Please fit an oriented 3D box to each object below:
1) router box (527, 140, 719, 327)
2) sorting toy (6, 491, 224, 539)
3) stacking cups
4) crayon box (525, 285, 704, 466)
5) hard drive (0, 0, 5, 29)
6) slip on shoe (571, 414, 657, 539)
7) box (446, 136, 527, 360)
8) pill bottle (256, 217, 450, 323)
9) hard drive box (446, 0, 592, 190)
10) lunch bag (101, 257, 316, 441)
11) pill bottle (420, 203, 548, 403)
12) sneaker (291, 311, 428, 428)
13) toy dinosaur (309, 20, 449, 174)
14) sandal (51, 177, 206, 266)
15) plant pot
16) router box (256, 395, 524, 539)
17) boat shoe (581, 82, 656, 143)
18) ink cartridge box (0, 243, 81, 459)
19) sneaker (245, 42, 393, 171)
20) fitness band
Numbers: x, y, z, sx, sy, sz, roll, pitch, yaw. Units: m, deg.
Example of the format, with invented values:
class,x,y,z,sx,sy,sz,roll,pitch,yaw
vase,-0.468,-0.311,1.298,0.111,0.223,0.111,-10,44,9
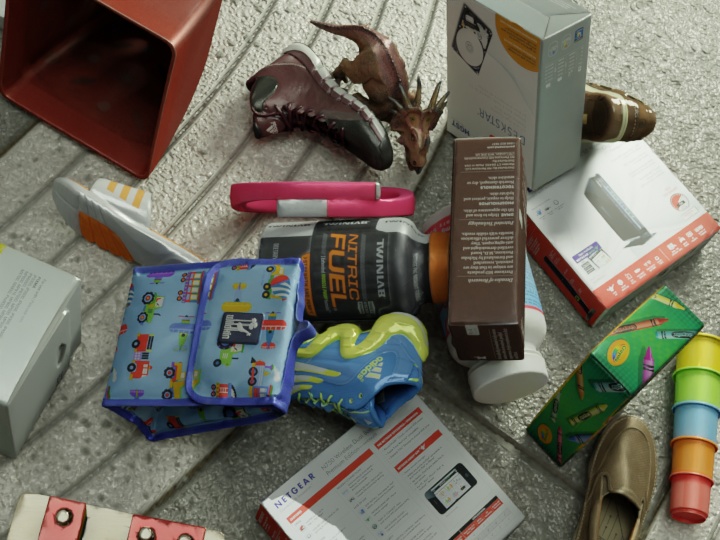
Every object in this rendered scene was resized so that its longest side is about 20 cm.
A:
class,x,y,z,sx,sy,sz,roll,pitch,yaw
router box,0.287,-0.059,1.398,0.199,0.049,0.180,-32,73,-25
sorting toy,-0.234,0.307,1.074,0.197,0.070,0.201,13,61,-6
stacking cups,0.359,0.167,1.287,0.060,0.061,0.202,15,60,-4
crayon box,0.252,0.110,1.212,0.118,0.201,0.058,-37,75,-26
hard drive,-0.394,-0.371,1.423,0.131,0.027,0.202,22,61,0
slip on shoe,0.263,0.234,1.226,0.076,0.061,0.201,31,61,-2
box,0.127,-0.021,1.190,0.074,0.100,0.202,1,67,12
pill bottle,0.000,0.000,1.233,0.197,0.107,0.107,-2,60,12
hard drive box,0.173,-0.218,1.345,0.076,0.202,0.156,-30,48,-24
lunch bag,-0.130,0.072,1.155,0.198,0.094,0.152,-8,58,25
pill bottle,0.135,0.033,1.281,0.107,0.109,0.202,-5,63,-15
sneaker,-0.026,0.109,1.179,0.198,0.076,0.106,-20,44,12
toy dinosaur,0.030,-0.218,1.362,0.086,0.135,0.201,-38,107,-9
sandal,-0.227,-0.045,1.264,0.205,0.079,0.060,31,58,-5
plant pot,-0.255,-0.260,1.312,0.198,0.201,0.177,31,47,5
router box,0.030,0.241,1.172,0.199,0.049,0.180,-35,75,-26
boat shoe,0.277,-0.182,1.400,0.074,0.076,0.202,0,18,-16
ink cartridge box,-0.380,0.056,1.130,0.198,0.146,0.146,23,60,1
sneaker,-0.059,-0.164,1.370,0.115,0.076,0.200,-33,63,-20
fitness band,-0.040,-0.077,1.281,0.197,0.144,0.038,1,94,-7
